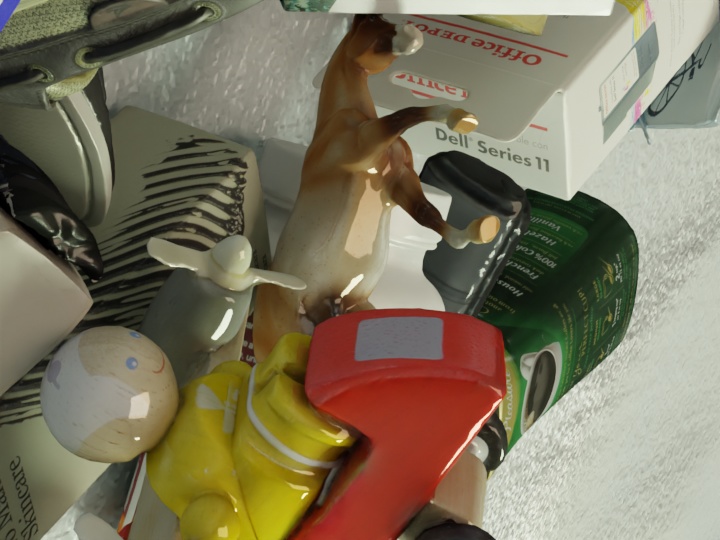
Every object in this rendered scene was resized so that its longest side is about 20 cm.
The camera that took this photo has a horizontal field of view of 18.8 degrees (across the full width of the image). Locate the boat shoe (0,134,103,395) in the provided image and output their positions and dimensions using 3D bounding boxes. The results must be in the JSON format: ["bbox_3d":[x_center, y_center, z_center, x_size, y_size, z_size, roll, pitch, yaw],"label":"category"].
[{"bbox_3d":[-0.177,0.028,0.723,0.200,0.093,0.075,-39,134,5],"label":"boat shoe"}]

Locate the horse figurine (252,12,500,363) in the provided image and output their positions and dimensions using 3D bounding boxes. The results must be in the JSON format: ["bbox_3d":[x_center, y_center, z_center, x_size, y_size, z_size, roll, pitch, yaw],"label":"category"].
[{"bbox_3d":[0.000,0.000,0.850,0.050,0.132,0.200,6,102,-32],"label":"horse figurine"}]

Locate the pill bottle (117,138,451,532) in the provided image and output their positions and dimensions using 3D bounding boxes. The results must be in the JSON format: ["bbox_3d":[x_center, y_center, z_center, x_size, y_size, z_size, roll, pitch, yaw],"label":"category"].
[{"bbox_3d":[-0.029,0.050,0.954,0.113,0.113,0.200,7,102,-62],"label":"pill bottle"}]

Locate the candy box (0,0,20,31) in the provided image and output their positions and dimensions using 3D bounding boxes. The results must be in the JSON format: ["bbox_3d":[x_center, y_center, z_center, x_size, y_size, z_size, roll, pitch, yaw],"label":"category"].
[{"bbox_3d":[-0.175,-0.088,0.539,0.200,0.169,0.077,-61,155,-18],"label":"candy box"}]

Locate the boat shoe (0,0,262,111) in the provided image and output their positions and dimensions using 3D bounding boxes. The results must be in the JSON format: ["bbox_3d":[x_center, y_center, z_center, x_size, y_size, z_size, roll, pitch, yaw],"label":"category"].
[{"bbox_3d":[-0.099,-0.075,0.625,0.066,0.201,0.072,43,50,-31],"label":"boat shoe"}]

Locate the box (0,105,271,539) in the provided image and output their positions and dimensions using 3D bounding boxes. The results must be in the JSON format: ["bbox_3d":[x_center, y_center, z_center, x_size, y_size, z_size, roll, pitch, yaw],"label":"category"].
[{"bbox_3d":[-0.117,0.029,0.828,0.200,0.068,0.082,-49,147,-35],"label":"box"}]

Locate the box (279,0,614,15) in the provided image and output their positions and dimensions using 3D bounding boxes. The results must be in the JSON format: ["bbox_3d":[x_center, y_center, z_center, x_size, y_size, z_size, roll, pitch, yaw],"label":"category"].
[{"bbox_3d":[0.050,-0.191,0.832,0.144,0.036,0.200,-2,127,-18],"label":"box"}]

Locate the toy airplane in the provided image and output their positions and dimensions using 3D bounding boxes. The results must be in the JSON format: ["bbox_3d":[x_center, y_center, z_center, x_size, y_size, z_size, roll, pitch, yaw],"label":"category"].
[{"bbox_3d":[-0.062,0.077,0.734,0.199,0.200,0.141,-51,118,-15],"label":"toy airplane"}]

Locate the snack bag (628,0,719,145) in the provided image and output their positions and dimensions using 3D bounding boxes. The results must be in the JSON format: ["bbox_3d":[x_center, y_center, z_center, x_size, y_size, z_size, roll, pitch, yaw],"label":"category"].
[{"bbox_3d":[0.178,-0.158,1.162,0.189,0.021,0.200,-68,-164,-2],"label":"snack bag"}]

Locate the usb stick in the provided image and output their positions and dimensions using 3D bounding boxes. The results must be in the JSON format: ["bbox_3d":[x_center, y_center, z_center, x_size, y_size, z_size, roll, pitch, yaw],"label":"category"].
[{"bbox_3d":[0.020,0.029,1.029,0.200,0.055,0.033,-62,175,35],"label":"usb stick"}]

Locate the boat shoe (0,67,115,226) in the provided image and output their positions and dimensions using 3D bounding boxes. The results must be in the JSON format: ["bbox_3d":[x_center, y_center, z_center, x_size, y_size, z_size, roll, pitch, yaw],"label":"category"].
[{"bbox_3d":[-0.121,-0.090,0.746,0.200,0.074,0.060,68,39,-53],"label":"boat shoe"}]

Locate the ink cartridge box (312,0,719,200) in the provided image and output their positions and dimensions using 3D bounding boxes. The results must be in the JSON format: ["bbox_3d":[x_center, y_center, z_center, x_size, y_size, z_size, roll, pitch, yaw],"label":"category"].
[{"bbox_3d":[0.077,-0.105,1.040,0.200,0.117,0.067,-47,144,-37],"label":"ink cartridge box"}]

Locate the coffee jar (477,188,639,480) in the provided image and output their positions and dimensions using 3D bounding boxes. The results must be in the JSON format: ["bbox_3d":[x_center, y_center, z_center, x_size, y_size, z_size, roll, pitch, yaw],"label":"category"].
[{"bbox_3d":[0.068,0.040,1.154,0.200,0.085,0.104,-39,143,-46],"label":"coffee jar"}]

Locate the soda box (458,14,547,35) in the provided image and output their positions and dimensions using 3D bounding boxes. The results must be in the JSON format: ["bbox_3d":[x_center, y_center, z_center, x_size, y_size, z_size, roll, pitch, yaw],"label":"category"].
[{"bbox_3d":[0.070,-0.209,0.946,0.068,0.064,0.200,9,99,-62],"label":"soda box"}]
